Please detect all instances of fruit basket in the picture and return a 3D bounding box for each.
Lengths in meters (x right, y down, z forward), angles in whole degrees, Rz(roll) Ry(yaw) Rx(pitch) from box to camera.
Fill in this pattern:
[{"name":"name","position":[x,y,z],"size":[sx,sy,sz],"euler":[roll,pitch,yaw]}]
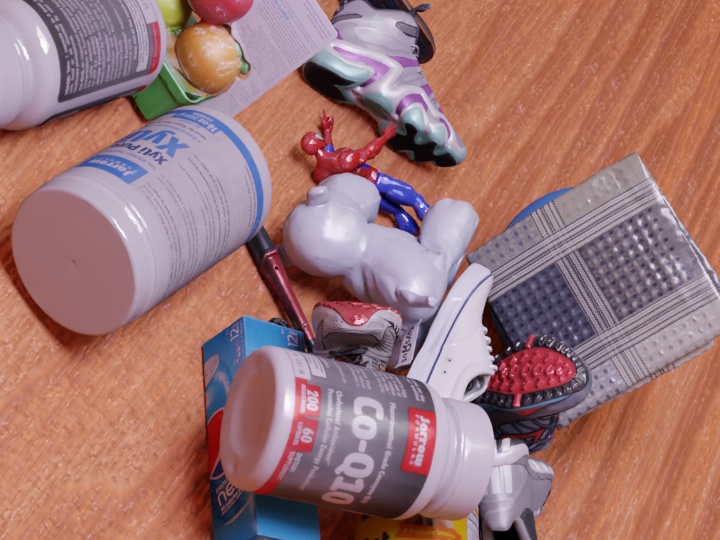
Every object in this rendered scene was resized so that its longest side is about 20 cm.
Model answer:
[{"name":"fruit basket","position":[-0.137,-0.232,1.702],"size":[0.186,0.200,0.094],"euler":[56,25,1]}]

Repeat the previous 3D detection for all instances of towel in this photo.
[{"name":"towel","position":[0.225,0.019,1.783],"size":[0.193,0.199,0.035],"euler":[61,11,9]}]

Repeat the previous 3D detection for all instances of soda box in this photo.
[{"name":"soda box","position":[-0.084,0.144,1.604],"size":[0.068,0.064,0.201],"euler":[18,52,-36]}]

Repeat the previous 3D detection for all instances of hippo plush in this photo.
[{"name":"hippo plush","position":[0.000,0.000,1.761],"size":[0.160,0.160,0.200],"euler":[26,37,4]}]

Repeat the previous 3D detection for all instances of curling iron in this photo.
[{"name":"curling iron","position":[-0.086,-0.004,1.731],"size":[0.049,0.026,0.201],"euler":[-1,65,-49]}]

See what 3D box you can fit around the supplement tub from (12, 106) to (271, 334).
[{"name":"supplement tub","position":[-0.176,-0.045,1.575],"size":[0.132,0.132,0.200],"euler":[54,38,-2]}]

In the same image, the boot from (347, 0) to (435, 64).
[{"name":"boot","position":[0.018,-0.311,2.008],"size":[0.200,0.075,0.097],"euler":[45,44,-11]}]

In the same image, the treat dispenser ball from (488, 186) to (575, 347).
[{"name":"treat dispenser ball","position":[0.225,0.017,1.896],"size":[0.200,0.201,0.202],"euler":[25,48,-32]}]

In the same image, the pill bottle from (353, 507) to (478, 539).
[{"name":"pill bottle","position":[0.047,0.249,1.631],"size":[0.109,0.109,0.201],"euler":[27,47,-30]}]

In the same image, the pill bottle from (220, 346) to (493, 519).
[{"name":"pill bottle","position":[-0.001,0.135,1.528],"size":[0.199,0.114,0.115],"euler":[14,54,-25]}]

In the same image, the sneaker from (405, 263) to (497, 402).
[{"name":"sneaker","position":[0.089,0.079,1.728],"size":[0.070,0.073,0.201],"euler":[25,53,4]}]

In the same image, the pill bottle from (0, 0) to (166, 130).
[{"name":"pill bottle","position":[-0.266,-0.183,1.602],"size":[0.200,0.114,0.114],"euler":[-26,84,-51]}]

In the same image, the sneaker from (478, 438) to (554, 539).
[{"name":"sneaker","position":[0.134,0.226,1.736],"size":[0.200,0.074,0.116],"euler":[43,40,-67]}]

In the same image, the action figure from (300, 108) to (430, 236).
[{"name":"action figure","position":[0.023,-0.102,1.880],"size":[0.199,0.065,0.100],"euler":[29,55,-31]}]

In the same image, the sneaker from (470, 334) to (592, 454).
[{"name":"sneaker","position":[0.153,0.121,1.754],"size":[0.095,0.200,0.080],"euler":[36,59,-24]}]

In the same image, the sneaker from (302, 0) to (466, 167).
[{"name":"sneaker","position":[0.048,-0.206,1.936],"size":[0.200,0.078,0.140],"euler":[37,65,-23]}]

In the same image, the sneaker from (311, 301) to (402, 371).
[{"name":"sneaker","position":[-0.007,0.089,1.632],"size":[0.077,0.200,0.083],"euler":[4,60,-1]}]
